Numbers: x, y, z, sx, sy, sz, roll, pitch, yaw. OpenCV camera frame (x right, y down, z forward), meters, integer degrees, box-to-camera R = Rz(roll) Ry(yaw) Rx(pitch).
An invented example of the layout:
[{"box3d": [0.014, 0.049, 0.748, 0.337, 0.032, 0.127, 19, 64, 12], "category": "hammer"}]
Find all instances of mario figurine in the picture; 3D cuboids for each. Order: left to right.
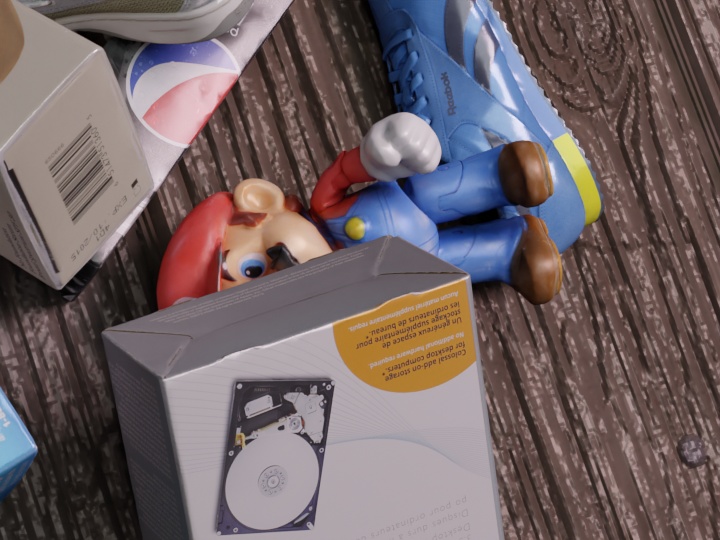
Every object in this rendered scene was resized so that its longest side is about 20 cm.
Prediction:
[{"box3d": [0.000, 0.000, 1.049, 0.198, 0.106, 0.124, -12, 79, -5], "category": "mario figurine"}]

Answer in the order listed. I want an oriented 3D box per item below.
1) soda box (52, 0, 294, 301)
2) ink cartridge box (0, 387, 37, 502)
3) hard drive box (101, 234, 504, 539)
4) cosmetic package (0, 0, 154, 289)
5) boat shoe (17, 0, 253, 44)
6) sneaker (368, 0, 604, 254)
[{"box3d": [-0.106, -0.085, 1.072, 0.063, 0.071, 0.201, 36, 67, -6], "category": "soda box"}, {"box3d": [-0.267, 0.082, 0.925, 0.199, 0.146, 0.147, -33, 86, -23], "category": "ink cartridge box"}, {"box3d": [-0.019, 0.105, 0.995, 0.155, 0.077, 0.202, -19, 113, -23], "category": "hard drive box"}, {"box3d": [-0.196, -0.085, 0.975, 0.199, 0.106, 0.071, 29, 65, 28], "category": "cosmetic package"}, {"box3d": [-0.148, -0.150, 1.034, 0.200, 0.065, 0.075, 6, 57, 23], "category": "boat shoe"}, {"box3d": [0.045, -0.089, 1.130, 0.078, 0.066, 0.201, -31, 86, -20], "category": "sneaker"}]
